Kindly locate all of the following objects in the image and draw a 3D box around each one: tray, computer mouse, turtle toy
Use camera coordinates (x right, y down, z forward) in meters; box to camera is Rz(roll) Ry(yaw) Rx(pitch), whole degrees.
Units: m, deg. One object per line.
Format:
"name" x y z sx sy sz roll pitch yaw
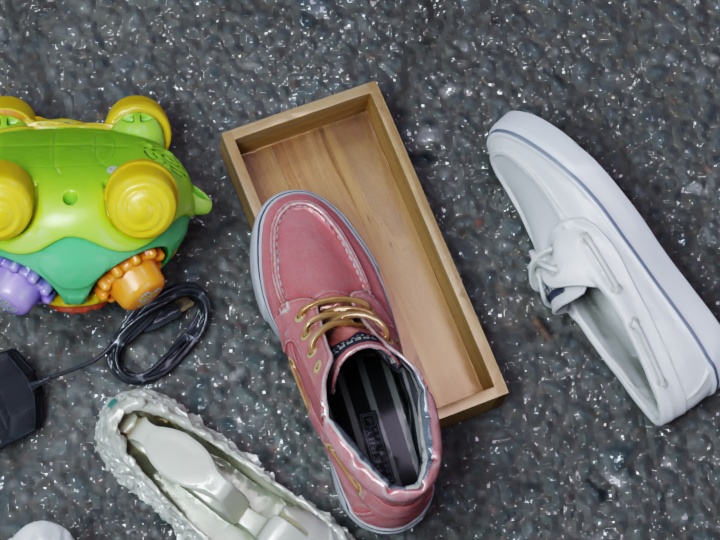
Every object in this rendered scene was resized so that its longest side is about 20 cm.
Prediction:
"tray" 0.000 0.000 1.154 0.098 0.037 0.202 -19 74 -11
"computer mouse" -0.174 0.057 1.121 0.199 0.034 0.059 -23 100 -20
"turtle toy" -0.180 -0.028 1.101 0.198 0.146 0.102 -2 114 -6

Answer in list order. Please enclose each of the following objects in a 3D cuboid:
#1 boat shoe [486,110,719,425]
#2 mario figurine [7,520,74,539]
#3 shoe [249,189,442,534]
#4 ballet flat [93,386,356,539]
"boat shoe" 0.131 -0.002 1.148 0.065 0.074 0.200 -36 78 -20
"mario figurine" -0.219 0.182 1.032 0.198 0.106 0.125 21 105 9
"shoe" -0.005 0.038 1.074 0.071 0.091 0.202 -16 74 -11
"ballet flat" -0.066 0.135 1.088 0.199 0.072 0.072 36 72 5
